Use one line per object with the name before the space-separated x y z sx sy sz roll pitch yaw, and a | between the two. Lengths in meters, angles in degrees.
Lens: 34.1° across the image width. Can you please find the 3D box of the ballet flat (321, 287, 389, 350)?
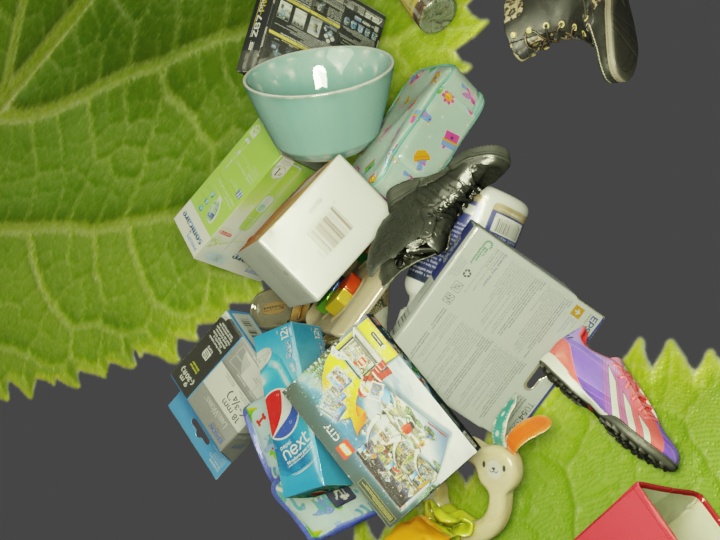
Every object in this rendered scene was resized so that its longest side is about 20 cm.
ballet flat | -0.010 0.086 1.570 0.200 0.068 0.076 -45 76 26

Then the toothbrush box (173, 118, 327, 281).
toothbrush box | -0.144 -0.096 1.668 0.200 0.145 0.087 -45 54 18

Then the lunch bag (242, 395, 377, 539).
lunch bag | -0.035 0.229 1.509 0.169 0.127 0.203 -30 78 26

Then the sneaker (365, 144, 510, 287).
sneaker | 0.092 -0.063 1.368 0.197 0.060 0.106 -22 56 27

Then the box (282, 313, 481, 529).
box | 0.023 0.170 1.341 0.136 0.038 0.201 -41 81 10

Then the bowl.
bowl | -0.047 -0.211 1.515 0.199 0.200 0.107 17 127 40

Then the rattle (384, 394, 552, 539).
rattle | 0.117 0.238 1.346 0.200 0.141 0.132 -49 49 37

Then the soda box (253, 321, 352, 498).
soda box | -0.071 0.170 1.425 0.063 0.067 0.203 -22 71 27

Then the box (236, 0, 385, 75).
box | -0.065 -0.317 1.634 0.049 0.198 0.164 10 83 48

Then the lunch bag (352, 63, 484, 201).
lunch bag | 0.070 -0.171 1.519 0.201 0.077 0.160 -56 17 -9

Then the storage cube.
storage cube | 0.297 0.342 1.173 0.180 0.170 0.201 -47 54 19

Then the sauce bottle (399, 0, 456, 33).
sauce bottle | 0.065 -0.419 1.648 0.065 0.064 0.202 -43 56 20

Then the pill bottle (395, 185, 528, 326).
pill bottle | 0.121 -0.006 1.449 0.115 0.115 0.203 23 91 40

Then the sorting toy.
sorting toy | 0.000 0.000 1.499 0.186 0.036 0.200 -54 13 -7

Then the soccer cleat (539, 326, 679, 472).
soccer cleat | 0.289 0.142 1.310 0.073 0.068 0.200 -45 55 -4

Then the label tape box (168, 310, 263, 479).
label tape box | -0.198 0.180 1.666 0.200 0.063 0.145 -47 65 17

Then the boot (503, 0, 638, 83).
boot | 0.258 -0.299 1.454 0.149 0.073 0.204 -20 61 31

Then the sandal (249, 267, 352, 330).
sandal | -0.087 0.037 1.642 0.197 0.054 0.083 -12 70 35

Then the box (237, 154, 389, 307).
box | -0.061 -0.046 1.510 0.153 0.106 0.200 -48 8 -13

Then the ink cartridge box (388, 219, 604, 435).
ink cartridge box | 0.153 0.075 1.384 0.198 0.198 0.043 -54 16 11
